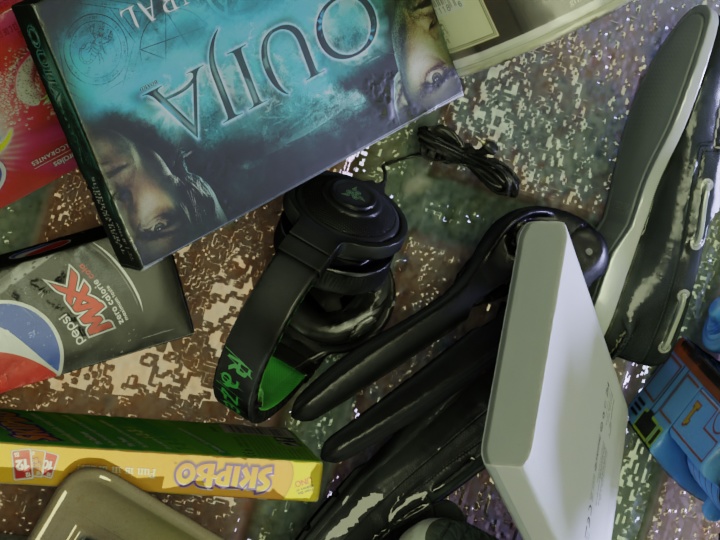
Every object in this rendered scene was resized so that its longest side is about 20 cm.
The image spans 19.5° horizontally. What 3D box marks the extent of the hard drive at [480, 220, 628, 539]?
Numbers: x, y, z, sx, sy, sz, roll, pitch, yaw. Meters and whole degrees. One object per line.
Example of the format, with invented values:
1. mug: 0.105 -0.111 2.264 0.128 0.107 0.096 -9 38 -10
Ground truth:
1. hard drive: 0.104 0.082 1.078 0.027 0.200 0.132 2 61 18

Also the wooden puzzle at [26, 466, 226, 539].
1. wooden puzzle: -0.115 0.224 1.048 0.185 0.046 0.200 35 83 -28

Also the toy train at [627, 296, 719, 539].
1. toy train: 0.215 0.083 1.115 0.087 0.200 0.114 34 98 -14

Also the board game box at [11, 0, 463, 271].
1. board game box: -0.052 -0.104 1.001 0.200 0.028 0.136 -30 110 -26

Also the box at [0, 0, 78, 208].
1. box: -0.218 -0.080 1.040 0.200 0.100 0.096 -29 123 -9

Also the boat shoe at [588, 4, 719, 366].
1. boat shoe: 0.173 -0.045 1.158 0.060 0.076 0.201 17 103 -12

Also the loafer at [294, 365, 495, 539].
1. loafer: 0.029 0.124 1.137 0.070 0.068 0.201 43 81 6

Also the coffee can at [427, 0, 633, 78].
1. coffee can: 0.061 -0.219 1.077 0.146 0.146 0.200 -28 101 -9

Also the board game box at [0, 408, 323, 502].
1. board game box: -0.126 0.094 1.089 0.199 0.096 0.030 8 94 -13

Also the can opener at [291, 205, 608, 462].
1. can opener: 0.051 0.035 1.109 0.200 0.079 0.063 -40 77 -21

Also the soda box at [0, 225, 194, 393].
1. soda box: -0.192 0.029 1.082 0.199 0.071 0.064 -17 99 -10

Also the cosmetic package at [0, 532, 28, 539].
1. cosmetic package: -0.222 0.193 1.085 0.199 0.081 0.113 7 96 -14

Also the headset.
1. headset: 0.000 0.000 1.097 0.094 0.124 0.200 30 63 11

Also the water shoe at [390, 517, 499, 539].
1. water shoe: 0.063 0.188 1.139 0.079 0.072 0.200 -26 140 24
